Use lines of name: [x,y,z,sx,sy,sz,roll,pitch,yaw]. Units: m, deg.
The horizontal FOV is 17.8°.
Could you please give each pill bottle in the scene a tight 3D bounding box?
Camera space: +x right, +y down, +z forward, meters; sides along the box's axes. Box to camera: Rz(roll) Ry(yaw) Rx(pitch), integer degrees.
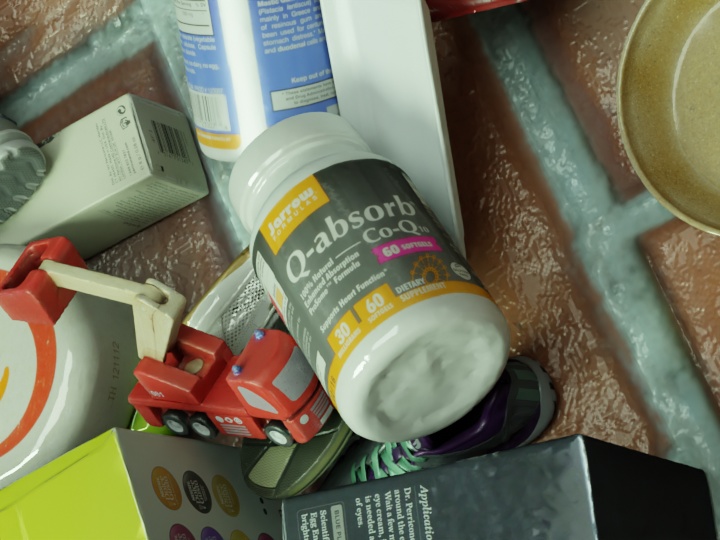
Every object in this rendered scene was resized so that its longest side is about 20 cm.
pill bottle: [-0.067,-0.180,1.516,0.112,0.112,0.201,2,110,29]
pill bottle: [0.000,0.000,1.419,0.116,0.116,0.200,-45,51,15]

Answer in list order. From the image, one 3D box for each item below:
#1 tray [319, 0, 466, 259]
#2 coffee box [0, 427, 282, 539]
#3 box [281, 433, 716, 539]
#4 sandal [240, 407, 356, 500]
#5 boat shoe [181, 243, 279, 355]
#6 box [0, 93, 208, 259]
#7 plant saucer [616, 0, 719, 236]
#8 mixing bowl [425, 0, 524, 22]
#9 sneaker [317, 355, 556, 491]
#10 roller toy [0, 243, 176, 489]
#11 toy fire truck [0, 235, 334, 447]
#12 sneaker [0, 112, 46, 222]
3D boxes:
tray: [0.026,-0.096,1.465,0.107,0.022,0.201,19,126,52]
coffee box: [-0.154,0.239,1.491,0.200,0.198,0.200,-28,68,22]
box: [0.090,0.181,1.367,0.200,0.197,0.118,-14,73,26]
sandal: [-0.002,0.071,1.504,0.080,0.057,0.201,18,66,45]
boat shoe: [-0.037,-0.009,1.554,0.069,0.071,0.200,41,94,2]
box: [-0.214,-0.048,1.646,0.200,0.082,0.069,-25,70,22]
plant saucer: [0.257,-0.114,1.420,0.200,0.035,0.201,-6,78,29]
mixing bowl: [0.076,-0.221,1.468,0.200,0.200,0.109,-10,96,27]
sneaker: [0.027,0.115,1.476,0.200,0.087,0.075,-39,65,17]
roller toy: [-0.235,0.080,1.594,0.200,0.140,0.183,-40,62,14]
toy fire truck: [-0.123,0.044,1.463,0.200,0.141,0.049,3,50,40]
sneaker: [-0.308,-0.040,1.620,0.200,0.075,0.082,-38,54,8]
